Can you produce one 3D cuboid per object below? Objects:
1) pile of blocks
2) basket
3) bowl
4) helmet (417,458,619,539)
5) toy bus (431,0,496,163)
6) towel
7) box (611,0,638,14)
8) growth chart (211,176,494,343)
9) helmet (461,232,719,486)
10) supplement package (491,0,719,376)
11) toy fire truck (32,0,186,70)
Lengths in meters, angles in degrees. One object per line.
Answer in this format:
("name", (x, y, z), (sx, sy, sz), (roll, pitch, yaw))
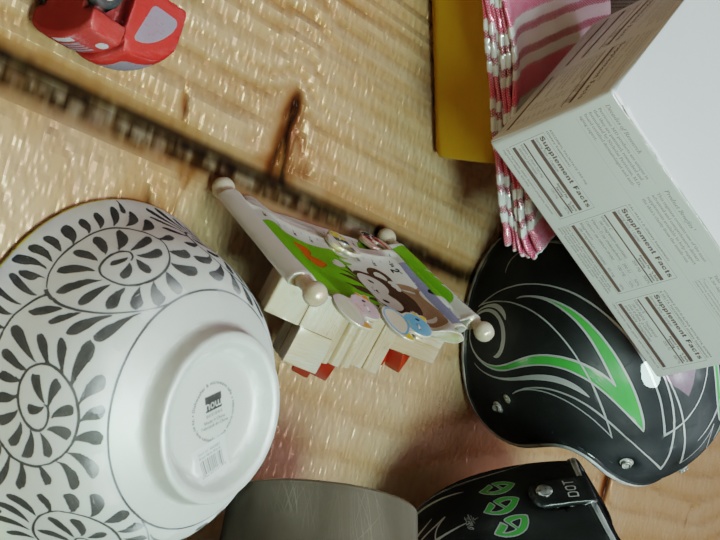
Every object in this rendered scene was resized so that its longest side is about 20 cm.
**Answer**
("pile of blocks", (-0.017, 0.032, 0.806), (0.199, 0.082, 0.063), (12, 109, -60))
("basket", (-0.032, 0.227, 0.712), (0.134, 0.180, 0.203), (16, 64, -23))
("bowl", (-0.105, 0.068, 0.677), (0.200, 0.093, 0.204), (-15, 109, -50))
("helmet", (0.103, 0.241, 0.902), (0.189, 0.201, 0.201), (-28, 133, 6))
("toy bus", (0.092, -0.183, 0.906), (0.078, 0.064, 0.203), (-22, 115, -47))
("towel", (0.141, -0.125, 0.906), (0.146, 0.030, 0.203), (-33, 123, -44))
("box", (0.236, -0.142, 1.066), (0.200, 0.111, 0.102), (42, 65, -47))
("growth chart", (0.000, 0.000, 0.775), (0.199, 0.145, 0.018), (16, 111, -51))
("helmet", (0.191, 0.056, 0.986), (0.199, 0.189, 0.203), (-15, 109, -50))
("supplement package", (0.213, -0.063, 0.846), (0.201, 0.110, 0.156), (52, 54, -14))
("toy fire truck", (-0.085, -0.190, 0.681), (0.141, 0.048, 0.203), (26, 77, -53))
